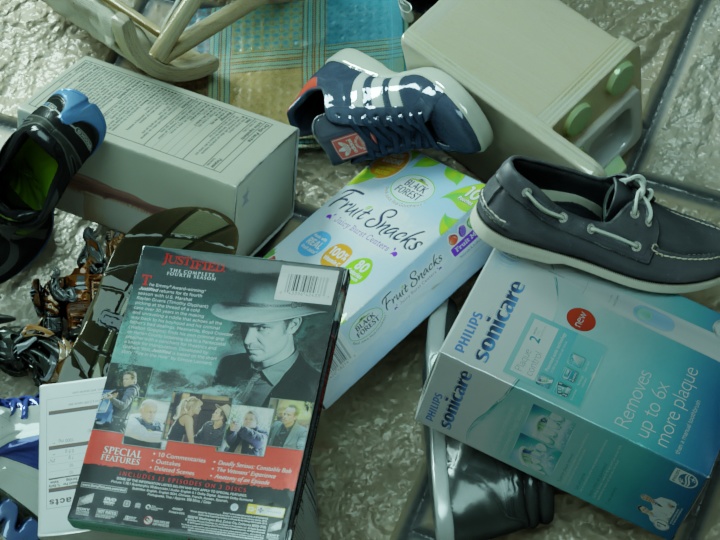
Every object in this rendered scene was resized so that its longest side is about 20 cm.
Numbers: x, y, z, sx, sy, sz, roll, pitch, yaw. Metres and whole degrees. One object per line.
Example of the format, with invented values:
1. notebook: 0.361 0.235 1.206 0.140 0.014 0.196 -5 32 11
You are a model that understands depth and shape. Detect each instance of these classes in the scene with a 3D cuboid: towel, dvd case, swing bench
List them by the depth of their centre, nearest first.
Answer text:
1. dvd case: -0.095 0.081 1.288 0.146 0.022 0.200 6 64 12
2. towel: -0.056 -0.161 1.641 0.200 0.022 0.147 -3 61 11
3. swing bench: -0.175 -0.267 1.648 0.199 0.130 0.200 36 76 32

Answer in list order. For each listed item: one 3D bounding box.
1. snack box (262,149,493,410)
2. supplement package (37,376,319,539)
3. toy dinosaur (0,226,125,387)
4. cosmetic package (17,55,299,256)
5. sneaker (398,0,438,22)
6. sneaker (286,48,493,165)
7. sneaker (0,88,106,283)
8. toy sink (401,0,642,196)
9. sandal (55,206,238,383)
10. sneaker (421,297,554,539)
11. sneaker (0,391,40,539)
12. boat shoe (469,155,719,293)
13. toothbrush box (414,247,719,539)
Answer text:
1. snack box: 0.000 0.000 1.493 0.200 0.053 0.142 -41 35 -12
2. supplement package: -0.121 0.159 1.377 0.156 0.200 0.111 -8 61 6
3. toy dinosaur: -0.241 0.058 1.520 0.136 0.102 0.200 17 54 2
4. cosmetic package: -0.159 -0.085 1.564 0.200 0.087 0.103 21 39 21
5. sneaker: 0.117 -0.243 1.616 0.199 0.080 0.130 -1 61 6
6. sneaker: 0.017 -0.109 1.514 0.085 0.075 0.200 -41 31 -19
7. sneaker: -0.264 -0.059 1.521 0.071 0.200 0.083 42 41 3
8. toy sink: 0.145 -0.125 1.521 0.112 0.130 0.200 -44 62 -15
9. sandal: -0.158 0.039 1.459 0.082 0.055 0.200 22 68 6
10. sneaker: 0.096 0.106 1.447 0.099 0.071 0.200 -4 61 -1
11. sneaker: -0.261 0.114 1.456 0.115 0.081 0.199 -45 103 -11
12. boat shoe: 0.179 -0.035 1.394 0.200 0.063 0.073 10 36 -14
13. toothbrush box: 0.159 0.074 1.391 0.200 0.085 0.146 25 49 8
